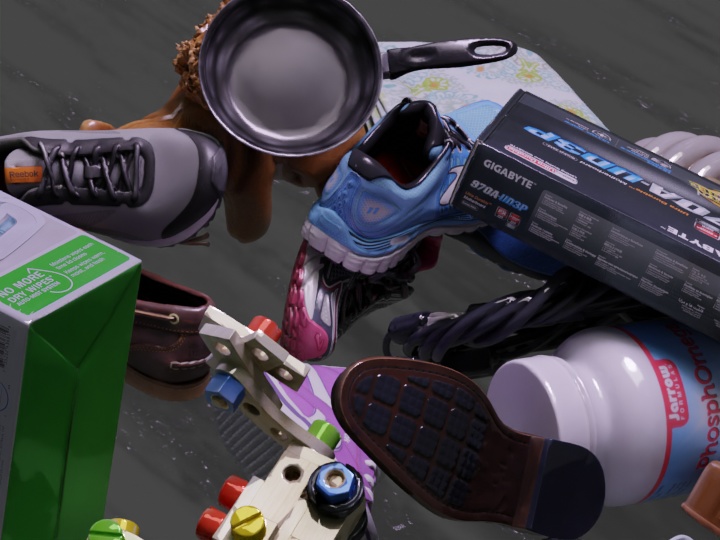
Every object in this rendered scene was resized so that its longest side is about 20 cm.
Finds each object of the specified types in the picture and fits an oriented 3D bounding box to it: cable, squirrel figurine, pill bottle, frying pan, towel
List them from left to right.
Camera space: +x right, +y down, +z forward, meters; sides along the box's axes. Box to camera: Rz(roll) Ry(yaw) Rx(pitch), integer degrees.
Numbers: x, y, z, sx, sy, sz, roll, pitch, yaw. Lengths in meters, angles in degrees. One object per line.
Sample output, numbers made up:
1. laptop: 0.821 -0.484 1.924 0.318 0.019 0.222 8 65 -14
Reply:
1. squirrel figurine: -0.096 -0.110 1.411 0.186 0.201 0.141 -23 52 -42
2. frying pan: -0.011 -0.139 1.304 0.190 0.031 0.115 -27 79 -14
3. towel: 0.084 -0.132 1.663 0.199 0.048 0.171 0 33 -20
4. cable: 0.122 0.026 1.317 0.199 0.163 0.051 -5 75 -28
5. pill bottle: 0.180 0.083 1.267 0.199 0.109 0.109 -7 35 -29

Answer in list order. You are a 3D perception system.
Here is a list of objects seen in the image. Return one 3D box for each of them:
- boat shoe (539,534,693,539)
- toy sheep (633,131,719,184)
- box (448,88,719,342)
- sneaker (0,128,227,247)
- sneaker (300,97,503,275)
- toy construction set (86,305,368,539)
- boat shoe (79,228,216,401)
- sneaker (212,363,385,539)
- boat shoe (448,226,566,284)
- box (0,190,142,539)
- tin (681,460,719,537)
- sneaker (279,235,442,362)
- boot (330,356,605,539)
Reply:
1. boat shoe: 0.181 0.180 1.138 0.200 0.072 0.070 22 31 16
2. toy sheep: 0.222 -0.037 1.470 0.138 0.138 0.200 -15 34 -38
3. box: 0.163 -0.034 1.273 0.199 0.046 0.159 27 21 6
4. sneaker: -0.171 -0.054 1.318 0.199 0.074 0.079 -2 -8 30
5. sneaker: 0.047 -0.069 1.339 0.078 0.090 0.200 34 38 18
6. toy construction set: -0.074 0.124 1.068 0.131 0.092 0.201 24 75 18
7. boat shoe: -0.171 0.009 1.309 0.199 0.071 0.070 23 36 21
8. sneaker: -0.002 0.111 1.196 0.114 0.073 0.201 2 32 -24
9. boat shoe: 0.112 -0.038 1.435 0.200 0.084 0.069 34 -4 44
10. box: -0.220 0.061 1.071 0.176 0.201 0.097 25 31 23
11. tin: 0.265 0.164 1.165 0.112 0.042 0.200 32 0 -41
12. sneaker: 0.000 0.000 1.374 0.074 0.081 0.200 19 30 8
13. boot: 0.035 0.097 1.137 0.200 0.075 0.097 30 -17 -38
